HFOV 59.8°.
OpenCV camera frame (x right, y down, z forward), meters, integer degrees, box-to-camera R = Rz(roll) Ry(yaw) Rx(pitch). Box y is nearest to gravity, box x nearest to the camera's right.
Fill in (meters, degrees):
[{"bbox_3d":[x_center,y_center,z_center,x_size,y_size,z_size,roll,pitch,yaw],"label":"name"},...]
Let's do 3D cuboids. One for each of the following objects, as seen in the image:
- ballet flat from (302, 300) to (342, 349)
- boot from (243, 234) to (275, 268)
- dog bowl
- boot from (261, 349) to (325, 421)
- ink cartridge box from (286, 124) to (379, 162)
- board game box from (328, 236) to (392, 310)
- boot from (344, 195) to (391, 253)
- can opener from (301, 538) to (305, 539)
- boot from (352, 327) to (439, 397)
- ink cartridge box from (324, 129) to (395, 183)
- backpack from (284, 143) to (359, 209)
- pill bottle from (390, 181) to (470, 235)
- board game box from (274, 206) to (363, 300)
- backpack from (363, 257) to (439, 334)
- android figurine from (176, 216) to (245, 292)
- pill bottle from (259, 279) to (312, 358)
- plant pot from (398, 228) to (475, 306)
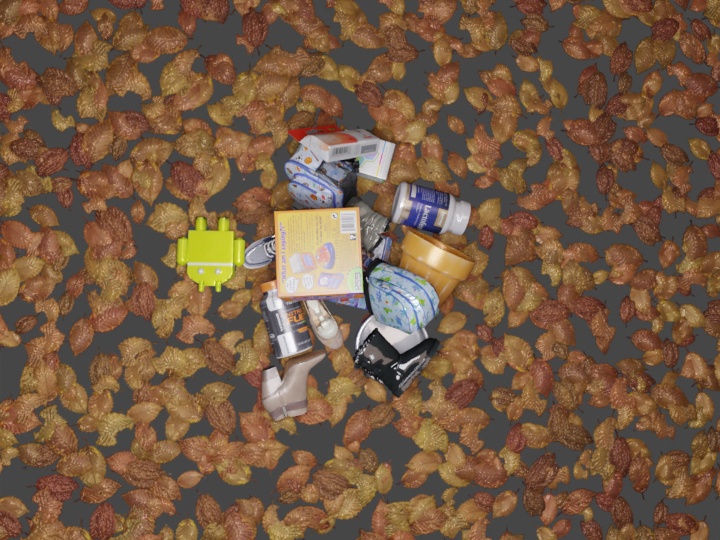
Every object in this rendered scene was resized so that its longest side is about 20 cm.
[{"bbox_3d":[-0.109,0.126,1.684,0.068,0.067,0.201,-32,91,-7],"label":"ballet flat"},{"bbox_3d":[-0.228,-0.067,1.668,0.199,0.090,0.073,-28,91,-7],"label":"boot"},{"bbox_3d":[0.083,0.204,1.698,0.199,0.079,0.201,0,87,-6],"label":"dog bowl"},{"bbox_3d":[-0.170,0.311,1.674,0.199,0.070,0.147,-18,96,-6],"label":"boot"},{"bbox_3d":[-0.071,-0.347,1.604,0.162,0.200,0.050,-16,134,-34],"label":"ink cartridge box"},{"bbox_3d":[0.000,0.000,1.687,0.135,0.034,0.201,12,87,25],"label":"board game box"},{"bbox_3d":[-0.017,-0.087,1.658,0.131,0.068,0.200,40,103,14],"label":"boot"},{"bbox_3d":[-0.139,0.813,1.652,0.063,0.079,0.201,-9,79,1],"label":"can opener"},{"bbox_3d":[0.089,0.213,1.626,0.162,0.073,0.198,40,84,0],"label":"boot"},{"bbox_3d":[-0.014,-0.320,1.721,0.199,0.059,0.104,16,86,-6],"label":"ink cartridge box"},{"bbox_3d":[-0.110,-0.237,1.648,0.190,0.200,0.154,39,69,12],"label":"backpack"},{"bbox_3d":[0.191,-0.164,1.710,0.199,0.116,0.116,13,86,-6],"label":"pill bottle"},{"bbox_3d":[-0.096,-0.033,1.522,0.199,0.200,0.201,-3,84,0],"label":"board game box"},{"bbox_3d":[0.101,0.073,1.547,0.199,0.154,0.164,12,126,29],"label":"backpack"},{"bbox_3d":[-0.397,-0.043,1.666,0.181,0.041,0.201,3,86,1],"label":"android figurine"},{"bbox_3d":[-0.203,0.122,1.654,0.106,0.106,0.201,-17,90,-7],"label":"pill bottle"},{"bbox_3d":[0.178,0.014,1.673,0.199,0.200,0.184,25,100,-5],"label":"plant pot"}]
